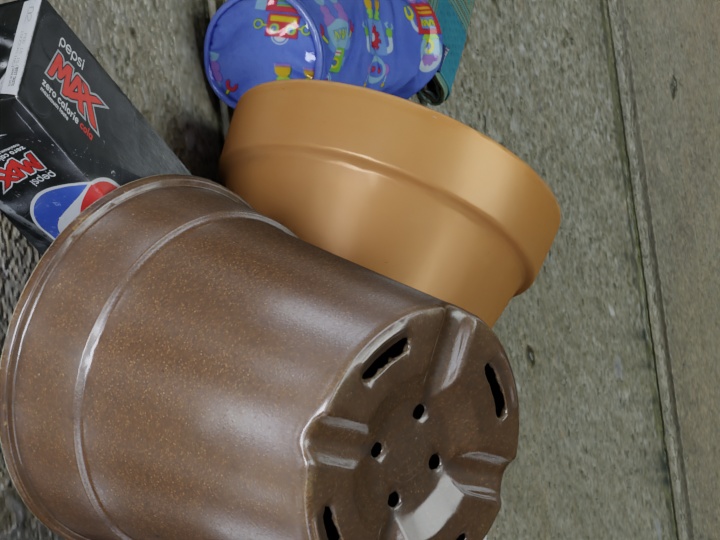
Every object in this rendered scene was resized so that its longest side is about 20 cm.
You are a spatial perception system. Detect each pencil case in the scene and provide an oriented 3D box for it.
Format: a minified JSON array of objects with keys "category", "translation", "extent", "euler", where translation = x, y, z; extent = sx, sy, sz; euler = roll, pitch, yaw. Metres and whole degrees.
[{"category":"pencil case","translation":[-0.019,-0.135,1.733],"extent":[0.200,0.078,0.087],"euler":[-15,97,-64]}]

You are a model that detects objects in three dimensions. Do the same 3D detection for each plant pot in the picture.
[{"category":"plant pot","translation":[0.000,0.000,1.619],"extent":[0.200,0.200,0.140],"euler":[45,59,-51]},{"category":"plant pot","translation":[-0.042,0.069,1.402],"extent":[0.200,0.198,0.201],"euler":[-16,114,-42]}]

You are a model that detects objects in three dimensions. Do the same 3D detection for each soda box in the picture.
[{"category":"soda box","translation":[-0.145,-0.051,1.464],"extent":[0.200,0.063,0.071],"euler":[51,38,-45]}]

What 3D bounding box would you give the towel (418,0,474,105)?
[{"category":"towel","translation":[0.045,-0.229,1.964],"extent":[0.200,0.022,0.147],"euler":[-75,146,-44]}]
